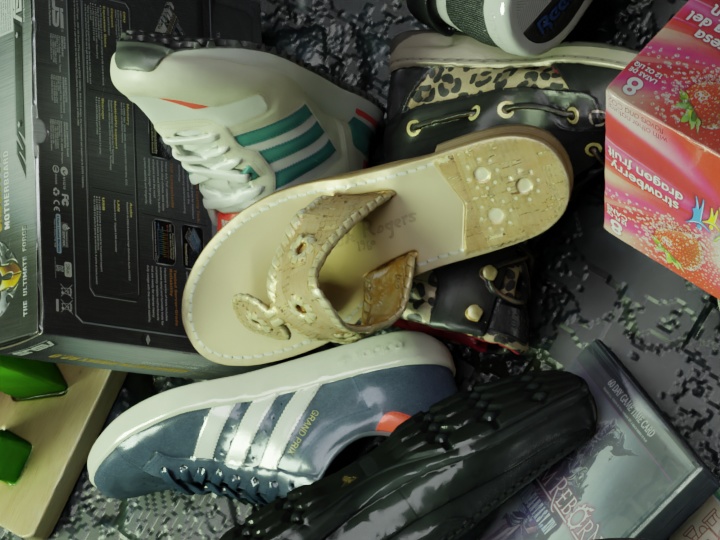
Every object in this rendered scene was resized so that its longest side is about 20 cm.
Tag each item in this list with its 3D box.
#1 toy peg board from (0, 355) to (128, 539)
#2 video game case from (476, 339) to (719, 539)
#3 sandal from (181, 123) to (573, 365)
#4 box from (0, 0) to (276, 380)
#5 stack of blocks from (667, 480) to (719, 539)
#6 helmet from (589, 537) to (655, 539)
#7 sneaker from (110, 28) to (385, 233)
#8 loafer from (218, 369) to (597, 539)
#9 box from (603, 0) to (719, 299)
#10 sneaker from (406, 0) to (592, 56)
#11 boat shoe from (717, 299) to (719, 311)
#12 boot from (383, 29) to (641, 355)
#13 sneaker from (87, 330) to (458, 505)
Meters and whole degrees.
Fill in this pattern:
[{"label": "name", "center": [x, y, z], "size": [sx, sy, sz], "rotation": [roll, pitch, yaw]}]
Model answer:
[{"label": "toy peg board", "center": [-0.222, 0.008, 1.214], "size": [0.198, 0.098, 0.201], "rotation": [24, 87, 26]}, {"label": "video game case", "center": [0.067, 0.134, 1.057], "size": [0.200, 0.019, 0.143], "rotation": [-47, 25, 7]}, {"label": "sandal", "center": [-0.003, -0.005, 1.054], "size": [0.210, 0.070, 0.078], "rotation": [-24, 103, 18]}, {"label": "box", "center": [-0.117, -0.052, 1.144], "size": [0.048, 0.158, 0.202], "rotation": [-14, 74, 41]}, {"label": "stack of blocks", "center": [0.138, 0.177, 1.040], "size": [0.200, 0.059, 0.115], "rotation": [-48, 64, 5]}, {"label": "helmet", "center": [0.101, 0.202, 0.910], "size": [0.190, 0.200, 0.201], "rotation": [38, 93, 31]}, {"label": "sneaker", "center": [-0.054, -0.056, 1.106], "size": [0.070, 0.199, 0.094], "rotation": [8, 86, 29]}, {"label": "loafer", "center": [0.025, 0.114, 1.058], "size": [0.200, 0.068, 0.071], "rotation": [-30, 107, -1]}, {"label": "box", "center": [0.206, -0.028, 0.953], "size": [0.199, 0.100, 0.095], "rotation": [33, 64, 25]}, {"label": "sneaker", "center": [0.096, -0.193, 1.126], "size": [0.111, 0.073, 0.200], "rotation": [23, 58, 42]}, {"label": "boat shoe", "center": [0.224, -0.061, 1.063], "size": [0.072, 0.060, 0.203], "rotation": [32, 90, 26]}, {"label": "boot", "center": [0.088, -0.034, 1.107], "size": [0.198, 0.073, 0.152], "rotation": [11, 81, 27]}, {"label": "sneaker", "center": [-0.043, 0.097, 1.128], "size": [0.199, 0.075, 0.085], "rotation": [-19, 67, 18]}]
